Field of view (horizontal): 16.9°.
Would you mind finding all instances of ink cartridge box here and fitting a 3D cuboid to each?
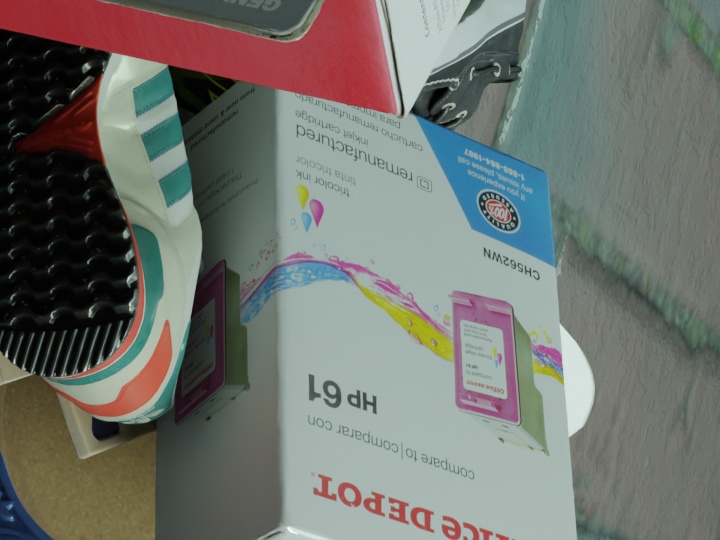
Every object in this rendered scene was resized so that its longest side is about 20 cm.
[{"bbox_3d":[-0.063,-0.125,0.790,0.176,0.199,0.084,-61,153,-32],"label":"ink cartridge box"},{"bbox_3d":[0.002,0.041,0.913,0.144,0.085,0.201,21,54,-33],"label":"ink cartridge box"}]

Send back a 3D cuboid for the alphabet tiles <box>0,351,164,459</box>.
[{"bbox_3d":[-0.111,-0.017,0.881,0.200,0.008,0.168,-18,89,-63],"label":"alphabet tiles"}]

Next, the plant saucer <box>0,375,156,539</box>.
[{"bbox_3d":[-0.071,0.063,0.971,0.199,0.035,0.202,7,75,-28],"label":"plant saucer"}]

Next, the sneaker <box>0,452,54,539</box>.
[{"bbox_3d":[-0.131,0.112,0.813,0.070,0.200,0.078,-35,161,-42],"label":"sneaker"}]

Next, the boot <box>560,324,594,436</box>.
[{"bbox_3d":[0.043,0.006,1.283,0.073,0.090,0.201,-39,114,-24],"label":"boot"}]

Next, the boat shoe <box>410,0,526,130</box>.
[{"bbox_3d":[0.034,-0.097,1.192,0.200,0.069,0.067,-40,124,-65],"label":"boat shoe"}]

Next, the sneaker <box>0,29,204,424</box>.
[{"bbox_3d":[-0.095,-0.038,0.861,0.093,0.070,0.201,59,21,-60],"label":"sneaker"}]

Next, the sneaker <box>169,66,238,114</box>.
[{"bbox_3d":[-0.060,-0.107,0.970,0.200,0.084,0.075,56,32,-32],"label":"sneaker"}]
